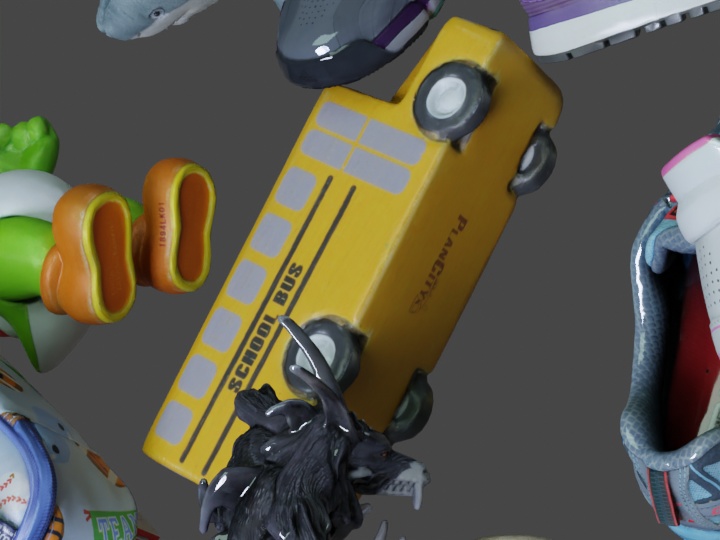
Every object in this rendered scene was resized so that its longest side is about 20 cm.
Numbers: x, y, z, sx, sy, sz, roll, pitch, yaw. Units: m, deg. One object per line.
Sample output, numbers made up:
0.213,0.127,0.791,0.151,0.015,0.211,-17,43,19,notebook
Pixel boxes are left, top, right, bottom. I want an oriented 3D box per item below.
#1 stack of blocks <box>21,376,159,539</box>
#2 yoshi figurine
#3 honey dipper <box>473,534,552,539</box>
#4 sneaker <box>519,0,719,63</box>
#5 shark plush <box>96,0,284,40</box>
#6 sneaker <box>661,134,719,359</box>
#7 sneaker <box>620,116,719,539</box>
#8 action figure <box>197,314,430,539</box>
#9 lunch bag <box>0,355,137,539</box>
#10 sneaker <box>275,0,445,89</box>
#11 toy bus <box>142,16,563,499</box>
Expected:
-0.138,0.134,0.865,0.115,0.059,0.200,-50,53,4,stack of blocks
-0.164,-0.034,0.930,0.199,0.113,0.113,4,56,35,yoshi figurine
0.055,0.192,0.738,0.038,0.038,0.202,-12,67,27,honey dipper
0.138,-0.144,0.778,0.199,0.076,0.088,-16,98,25,sneaker
-0.050,-0.170,0.876,0.091,0.083,0.200,68,149,24,shark plush
0.190,0.008,0.669,0.198,0.081,0.089,2,79,-4,sneaker
0.138,-0.008,0.729,0.079,0.095,0.202,4,73,34,sneaker
-0.013,0.116,0.746,0.119,0.101,0.201,-122,41,-59,action figure
-0.184,0.102,0.825,0.200,0.075,0.161,38,94,38,lunch bag
0.003,-0.162,0.845,0.074,0.088,0.201,-3,46,34,sneaker
0.000,0.000,0.832,0.078,0.065,0.201,23,84,38,toy bus
